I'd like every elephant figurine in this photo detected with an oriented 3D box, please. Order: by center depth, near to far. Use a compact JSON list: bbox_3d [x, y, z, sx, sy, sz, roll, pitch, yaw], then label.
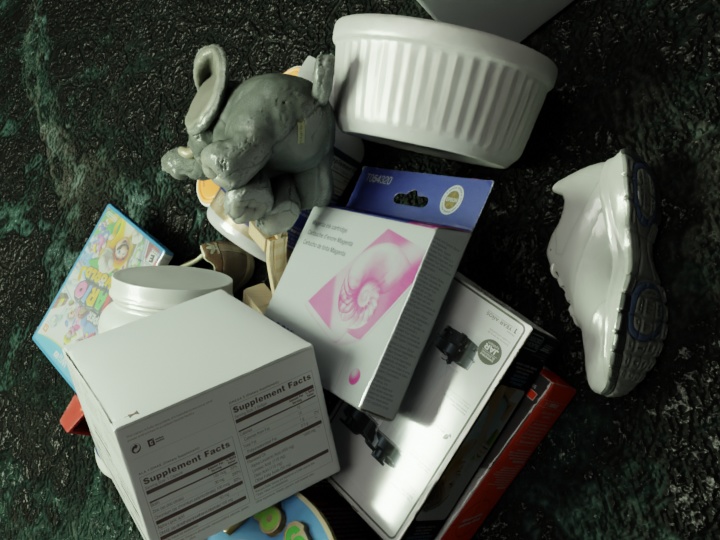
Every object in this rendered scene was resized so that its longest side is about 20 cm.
[{"bbox_3d":[-0.113,-0.136,0.717,0.154,0.142,0.200,-32,46,-11],"label":"elephant figurine"}]

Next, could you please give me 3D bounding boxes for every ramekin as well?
[{"bbox_3d":[0.065,-0.153,0.692,0.201,0.201,0.095,19,99,37],"label":"ramekin"}]

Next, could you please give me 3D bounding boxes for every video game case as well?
[{"bbox_3d":[-0.319,0.034,0.951,0.143,0.018,0.201,33,94,37],"label":"video game case"}]

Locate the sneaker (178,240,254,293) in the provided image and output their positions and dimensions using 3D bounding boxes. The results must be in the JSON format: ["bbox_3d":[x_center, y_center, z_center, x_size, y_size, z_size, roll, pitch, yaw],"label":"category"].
[{"bbox_3d":[-0.214,0.030,0.906,0.200,0.075,0.071,-42,57,20],"label":"sneaker"}]

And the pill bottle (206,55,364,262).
[{"bbox_3d":[-0.066,-0.113,0.818,0.115,0.115,0.201,37,99,36],"label":"pill bottle"}]

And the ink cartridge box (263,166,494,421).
[{"bbox_3d":[0.000,0.000,0.655,0.196,0.043,0.202,16,82,57],"label":"ink cartridge box"}]

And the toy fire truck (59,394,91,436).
[{"bbox_3d":[-0.321,0.089,0.976,0.141,0.049,0.201,40,100,40],"label":"toy fire truck"}]

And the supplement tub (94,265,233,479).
[{"bbox_3d":[-0.198,0.104,0.803,0.143,0.144,0.203,13,103,37],"label":"supplement tub"}]

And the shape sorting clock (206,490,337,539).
[{"bbox_3d":[-0.098,0.253,0.572,0.198,0.039,0.202,-14,57,21],"label":"shape sorting clock"}]

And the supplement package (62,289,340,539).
[{"bbox_3d":[-0.136,0.110,0.638,0.199,0.155,0.112,22,128,57],"label":"supplement package"}]

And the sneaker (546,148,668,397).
[{"bbox_3d":[0.198,0.004,0.637,0.087,0.074,0.202,-12,63,45],"label":"sneaker"}]

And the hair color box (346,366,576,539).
[{"bbox_3d":[0.083,0.151,0.672,0.101,0.061,0.201,39,101,36],"label":"hair color box"}]

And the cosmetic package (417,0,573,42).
[{"bbox_3d":[0.109,-0.343,0.724,0.166,0.167,0.202,-33,60,22],"label":"cosmetic package"}]

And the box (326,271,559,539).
[{"bbox_3d":[0.054,0.106,0.629,0.116,0.060,0.201,35,97,36],"label":"box"}]

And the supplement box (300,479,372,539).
[{"bbox_3d":[-0.066,0.243,0.721,0.086,0.110,0.200,-49,55,16],"label":"supplement box"}]

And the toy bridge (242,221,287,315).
[{"bbox_3d":[-0.090,0.040,0.776,0.067,0.027,0.201,46,141,35],"label":"toy bridge"}]

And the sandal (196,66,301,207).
[{"bbox_3d":[-0.142,-0.169,0.921,0.207,0.059,0.079,-47,55,15],"label":"sandal"}]
